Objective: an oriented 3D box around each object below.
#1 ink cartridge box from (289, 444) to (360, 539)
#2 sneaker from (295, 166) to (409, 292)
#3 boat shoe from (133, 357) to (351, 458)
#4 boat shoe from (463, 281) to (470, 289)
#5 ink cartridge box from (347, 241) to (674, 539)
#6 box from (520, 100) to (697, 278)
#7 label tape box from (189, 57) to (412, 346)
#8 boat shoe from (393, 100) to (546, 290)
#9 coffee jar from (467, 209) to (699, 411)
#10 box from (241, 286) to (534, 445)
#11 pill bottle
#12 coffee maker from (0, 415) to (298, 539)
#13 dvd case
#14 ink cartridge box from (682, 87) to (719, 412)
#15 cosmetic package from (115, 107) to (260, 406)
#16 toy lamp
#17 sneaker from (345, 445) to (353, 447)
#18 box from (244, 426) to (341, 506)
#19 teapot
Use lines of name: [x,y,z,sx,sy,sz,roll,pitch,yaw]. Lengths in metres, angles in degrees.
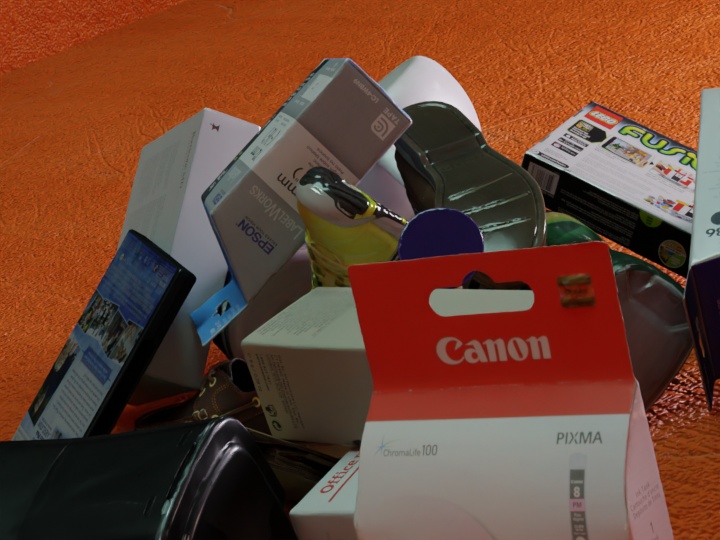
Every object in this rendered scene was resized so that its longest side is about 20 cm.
ink cartridge box: [0.042,0.134,1.160,0.199,0.068,0.117,-6,21,33]
sneaker: [0.000,0.000,1.314,0.075,0.200,0.077,35,83,27]
boat shoe: [-0.074,0.091,1.417,0.198,0.071,0.070,-10,19,29]
boat shoe: [0.085,0.014,1.506,0.199,0.067,0.074,-6,20,33]
ink cartridge box: [0.066,0.095,1.027,0.161,0.202,0.057,-5,18,36]
box: [0.219,-0.045,1.438,0.199,0.035,0.110,28,36,21]
label tape box: [-0.061,-0.050,1.391,0.200,0.066,0.143,-46,9,0]
boat shoe: [0.077,-0.038,1.388,0.071,0.068,0.201,-13,36,-8]
coffee jar: [0.139,0.026,1.351,0.105,0.085,0.200,-53,19,3]
box: [0.033,0.055,1.177,0.199,0.069,0.082,2,27,43]
pill bottle: [-0.064,0.022,1.551,0.110,0.112,0.200,-21,17,-12]
coffee maker: [-0.153,0.148,1.112,0.199,0.192,0.136,-9,60,29]
dvd case: [-0.187,0.074,1.453,0.201,0.017,0.143,-60,24,0]
ink cartridge box: [0.233,-0.017,1.297,0.039,0.100,0.201,-4,42,18]
cosmetic package: [-0.142,-0.006,1.542,0.051,0.202,0.151,17,-14,-18]
toy lamp: [0.056,0.022,1.299,0.058,0.059,0.200,-18,-20,-4]
sneaker: [0.050,0.095,1.249,0.086,0.076,0.199,-9,1,-35]
box: [-0.117,0.127,1.272,0.198,0.021,0.163,-8,-18,28]
teapot: [0.032,-0.064,1.652,0.197,0.146,0.200,-36,8,41]
